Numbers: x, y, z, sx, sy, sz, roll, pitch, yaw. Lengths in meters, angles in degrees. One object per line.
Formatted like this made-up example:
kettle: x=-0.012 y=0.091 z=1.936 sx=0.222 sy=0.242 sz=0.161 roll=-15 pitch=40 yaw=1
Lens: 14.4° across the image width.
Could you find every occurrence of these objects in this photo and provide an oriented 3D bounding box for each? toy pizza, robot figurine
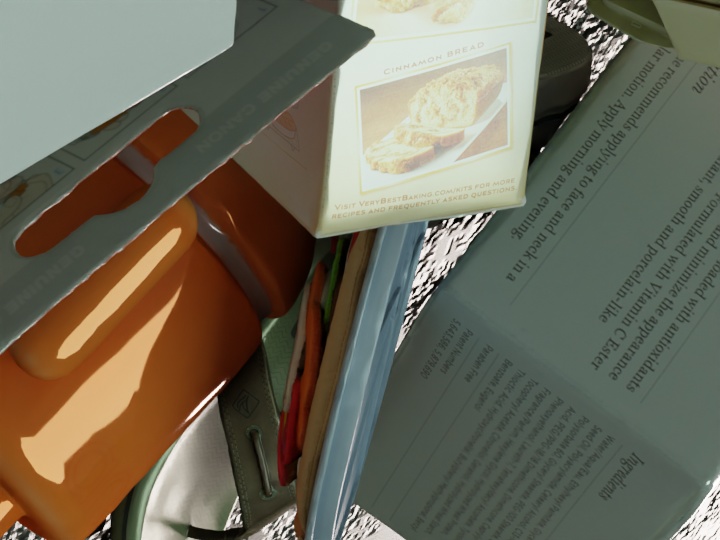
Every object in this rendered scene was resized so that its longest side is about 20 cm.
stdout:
toy pizza: x=0.000 y=0.000 z=0.955 sx=0.200 sy=0.032 sz=0.201 roll=15 pitch=90 yaw=-87
robot figurine: x=-0.095 y=0.008 z=0.944 sx=0.200 sy=0.116 sz=0.144 roll=-48 pitch=150 yaw=-13

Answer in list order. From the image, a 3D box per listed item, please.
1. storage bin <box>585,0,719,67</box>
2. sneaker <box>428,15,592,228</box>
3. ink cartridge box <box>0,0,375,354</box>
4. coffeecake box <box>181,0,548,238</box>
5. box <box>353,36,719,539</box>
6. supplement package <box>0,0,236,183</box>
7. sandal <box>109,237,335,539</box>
storage bin: x=0.123 y=-0.199 z=0.996 sx=0.200 sy=0.093 sz=0.200 roll=-70 pitch=158 yaw=-13
sneaker: x=0.024 y=-0.048 z=1.112 sx=0.200 sy=0.073 sz=0.071 roll=-18 pitch=134 yaw=-49
ink cartridge box: x=-0.105 y=-0.030 z=0.789 sx=0.160 sy=0.200 sz=0.047 roll=-41 pitch=130 yaw=-21
coffeecake box: x=-0.009 y=-0.135 z=0.813 sx=0.073 sy=0.153 sz=0.201 roll=-10 pitch=121 yaw=-27
box: x=0.108 y=0.019 z=1.169 sx=0.199 sy=0.130 sz=0.200 roll=-51 pitch=175 yaw=-30
supplement package: x=-0.156 y=-0.112 z=0.608 sx=0.191 sy=0.200 sz=0.148 roll=-33 pitch=147 yaw=-33
sandal: x=-0.037 y=0.061 z=1.160 sx=0.202 sy=0.057 sz=0.080 roll=-58 pitch=153 yaw=8
